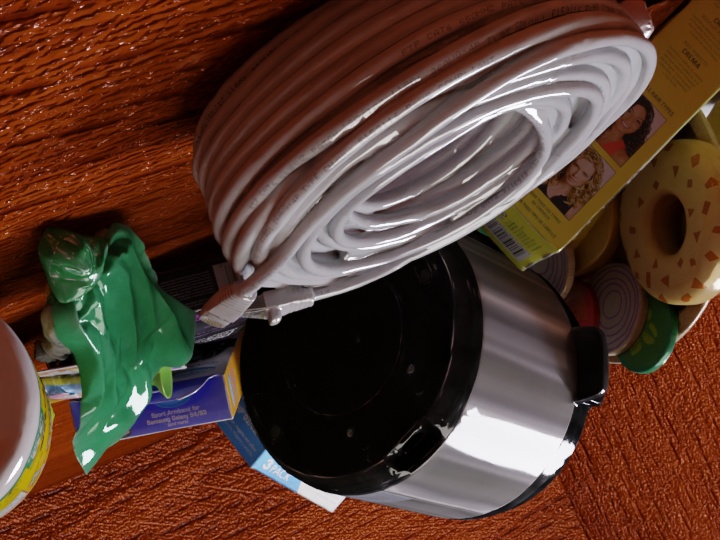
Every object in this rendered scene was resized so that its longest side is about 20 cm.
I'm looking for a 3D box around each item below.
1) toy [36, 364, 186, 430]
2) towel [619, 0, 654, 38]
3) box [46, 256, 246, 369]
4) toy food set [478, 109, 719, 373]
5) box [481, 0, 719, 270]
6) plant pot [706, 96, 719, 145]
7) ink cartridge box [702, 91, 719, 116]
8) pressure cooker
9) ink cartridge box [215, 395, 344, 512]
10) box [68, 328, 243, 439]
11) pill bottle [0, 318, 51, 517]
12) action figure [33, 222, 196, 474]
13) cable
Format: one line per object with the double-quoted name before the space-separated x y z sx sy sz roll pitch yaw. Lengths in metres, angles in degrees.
"toy" -0.220 0.092 0.926 0.198 0.048 0.115 -14 170 4
"towel" 0.042 -0.082 0.783 0.198 0.033 0.191 -23 175 -17
"box" -0.141 0.035 0.980 0.142 0.036 0.200 -15 173 -21
"toy food set" 0.156 -0.033 0.897 0.048 0.201 0.199 -3 141 -36
"box" 0.152 -0.088 0.791 0.200 0.050 0.075 -45 -179 -11
"plant pot" 0.347 -0.074 0.922 0.194 0.200 0.196 -39 165 -27
"ink cartridge box" 0.172 -0.119 1.058 0.198 0.051 0.162 2 160 -35
"pressure cooker" 0.043 0.065 0.868 0.199 0.176 0.179 23 105 -49
"ink cartridge box" -0.007 0.084 1.130 0.200 0.068 0.115 -50 135 3
"box" -0.151 0.087 1.085 0.118 0.042 0.200 -11 -167 4
"pill bottle" -0.218 0.080 0.727 0.112 0.114 0.200 -23 174 -13
"action figure" -0.140 0.027 0.753 0.119 0.054 0.200 -62 169 -22
"cable" 0.025 -0.062 0.597 0.199 0.070 0.200 -19 163 -30
